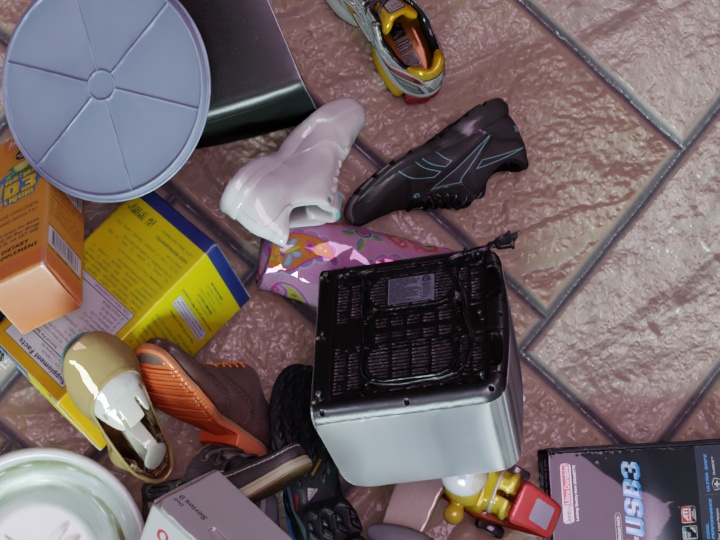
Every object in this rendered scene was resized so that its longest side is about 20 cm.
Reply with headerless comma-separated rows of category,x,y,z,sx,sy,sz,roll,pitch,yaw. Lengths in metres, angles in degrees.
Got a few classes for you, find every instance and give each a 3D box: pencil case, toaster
pencil case,0.000,0.000,1.549,0.198,0.087,0.089,13,81,-8
toaster,0.059,0.080,1.442,0.197,0.119,0.182,-9,46,10

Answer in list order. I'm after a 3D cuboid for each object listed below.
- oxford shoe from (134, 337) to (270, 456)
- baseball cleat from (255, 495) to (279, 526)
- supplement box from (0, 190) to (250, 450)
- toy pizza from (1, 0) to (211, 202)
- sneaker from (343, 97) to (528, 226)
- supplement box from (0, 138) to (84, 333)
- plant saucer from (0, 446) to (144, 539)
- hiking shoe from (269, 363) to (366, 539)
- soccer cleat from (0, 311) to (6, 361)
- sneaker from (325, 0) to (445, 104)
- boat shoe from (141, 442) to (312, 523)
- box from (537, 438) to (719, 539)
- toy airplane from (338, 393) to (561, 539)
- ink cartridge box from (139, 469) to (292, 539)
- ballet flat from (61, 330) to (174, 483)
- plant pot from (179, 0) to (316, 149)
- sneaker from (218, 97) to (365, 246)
oxford shoe,-0.139,0.107,1.480,0.071,0.200,0.073,7,61,33
baseball cleat,-0.081,0.307,1.512,0.105,0.070,0.203,11,86,-21
supplement box,-0.217,0.042,1.474,0.200,0.110,0.109,-45,60,-11
toy pizza,-0.220,-0.161,1.412,0.198,0.032,0.203,2,95,16
sneaker,0.076,-0.091,1.574,0.199,0.075,0.080,-32,91,-11
supplement box,-0.289,-0.042,1.450,0.066,0.201,0.069,-24,129,13
plant saucer,-0.293,0.264,1.482,0.197,0.050,0.203,1,83,-10
hiking shoe,-0.053,0.190,1.512,0.074,0.087,0.202,-4,74,-22
soccer cleat,-0.384,0.098,1.489,0.073,0.068,0.202,25,83,19
sneaker,0.024,-0.262,1.583,0.078,0.082,0.201,-36,89,-12
boat shoe,-0.131,0.190,1.464,0.071,0.200,0.067,-7,71,-54
box,0.277,0.269,1.576,0.196,0.050,0.203,-1,82,-10
toy airplane,0.076,0.179,1.506,0.197,0.141,0.202,-17,86,-10
ink cartridge box,-0.131,0.298,1.395,0.145,0.201,0.087,37,36,23
ballet flat,-0.201,0.122,1.407,0.069,0.201,0.063,-42,59,-16
plant pot,-0.161,-0.210,1.501,0.176,0.200,0.201,-24,87,2
sneaker,-0.043,-0.086,1.519,0.088,0.076,0.200,39,50,10
